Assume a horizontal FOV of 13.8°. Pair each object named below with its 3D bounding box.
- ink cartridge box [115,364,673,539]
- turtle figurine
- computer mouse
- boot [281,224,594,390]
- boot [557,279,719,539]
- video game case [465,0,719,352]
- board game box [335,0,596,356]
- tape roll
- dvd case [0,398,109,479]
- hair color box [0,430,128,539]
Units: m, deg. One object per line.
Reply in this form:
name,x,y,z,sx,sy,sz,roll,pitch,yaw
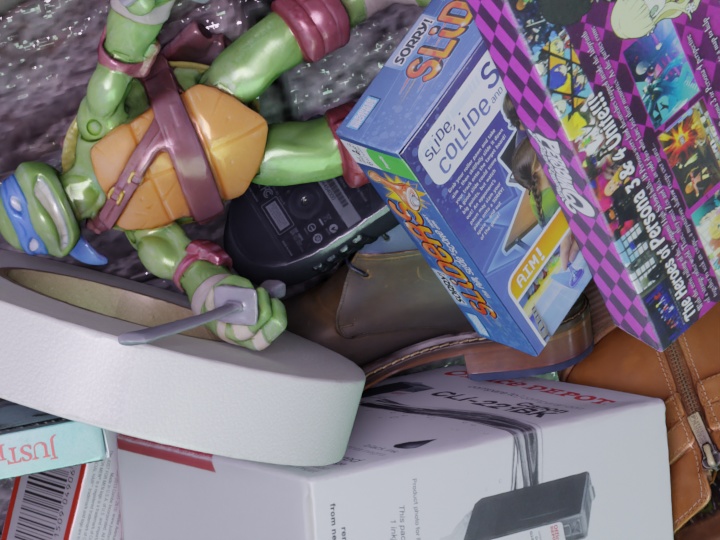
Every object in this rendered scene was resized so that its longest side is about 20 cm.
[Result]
ink cartridge box,0.017,0.102,1.287,0.200,0.144,0.084,-9,100,-37
turtle figurine,-0.042,-0.053,1.138,0.194,0.144,0.200,-25,162,-13
computer mouse,0.029,-0.057,1.255,0.200,0.059,0.034,-32,158,5
boot,0.000,0.000,1.311,0.199,0.075,0.097,-7,114,-2
boot,0.181,0.026,1.336,0.200,0.155,0.077,-32,140,11
video game case,0.139,-0.095,1.146,0.181,0.036,0.200,-43,133,-15
board game box,0.085,-0.085,1.164,0.200,0.034,0.135,-54,137,-18
tape roll,-0.098,0.031,1.186,0.202,0.203,0.037,12,97,-35
dvd case,-0.191,0.068,1.202,0.146,0.200,0.022,-10,98,-15
hair color box,-0.063,0.120,1.359,0.200,0.064,0.111,15,87,-36
